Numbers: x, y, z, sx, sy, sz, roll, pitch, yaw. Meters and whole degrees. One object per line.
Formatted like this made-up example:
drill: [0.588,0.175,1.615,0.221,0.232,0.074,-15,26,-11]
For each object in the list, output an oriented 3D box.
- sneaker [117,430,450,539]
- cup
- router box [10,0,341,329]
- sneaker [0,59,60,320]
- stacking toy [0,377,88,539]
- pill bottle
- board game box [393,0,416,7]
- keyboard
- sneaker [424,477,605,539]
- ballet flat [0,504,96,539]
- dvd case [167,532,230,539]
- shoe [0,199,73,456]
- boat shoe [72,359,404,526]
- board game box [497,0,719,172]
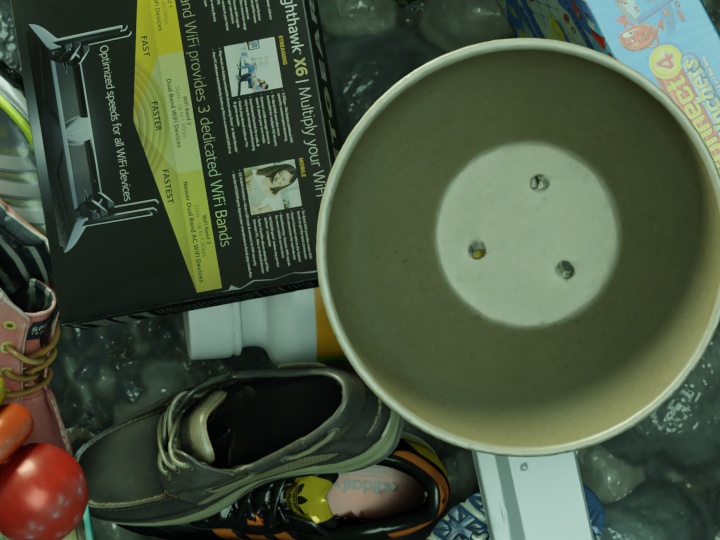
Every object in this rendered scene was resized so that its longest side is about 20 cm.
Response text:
sneaker: [-0.047,0.119,1.393,0.199,0.090,0.070,0,93,-6]
cup: [0.083,-0.014,1.254,0.200,0.143,0.201,0,93,5]
router box: [-0.093,-0.080,1.309,0.157,0.052,0.201,-10,85,8]
sneaker: [-0.196,-0.054,1.379,0.081,0.074,0.200,-42,94,1]
stacking toy: [-0.221,0.065,1.297,0.085,0.085,0.200,-42,96,-3]
pill bottle: [0.000,0.000,1.382,0.199,0.111,0.111,-5,93,-6]
board game box: [0.062,-0.191,1.334,0.023,0.200,0.105,39,89,-7]
keyboard: [0.103,0.163,1.360,0.056,0.011,0.201,-11,86,-3]
sneaker: [0.052,0.182,1.411,0.200,0.085,0.077,-36,85,6]
ballet flat: [-0.159,0.215,1.379,0.070,0.071,0.201,-16,117,-5]
dvd case: [-0.038,0.252,1.377,0.150,0.025,0.201,7,107,25]
shoe: [-0.194,0.048,1.355,0.091,0.071,0.200,-20,107,34]
boat shoe: [-0.076,0.085,1.337,0.199,0.073,0.075,-19,66,19]
board game box: [0.144,-0.114,1.348,0.056,0.200,0.196,-29,95,-6]
